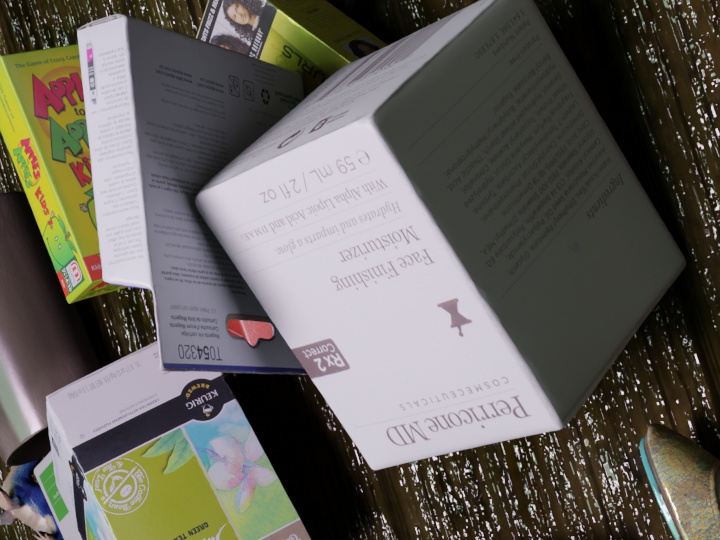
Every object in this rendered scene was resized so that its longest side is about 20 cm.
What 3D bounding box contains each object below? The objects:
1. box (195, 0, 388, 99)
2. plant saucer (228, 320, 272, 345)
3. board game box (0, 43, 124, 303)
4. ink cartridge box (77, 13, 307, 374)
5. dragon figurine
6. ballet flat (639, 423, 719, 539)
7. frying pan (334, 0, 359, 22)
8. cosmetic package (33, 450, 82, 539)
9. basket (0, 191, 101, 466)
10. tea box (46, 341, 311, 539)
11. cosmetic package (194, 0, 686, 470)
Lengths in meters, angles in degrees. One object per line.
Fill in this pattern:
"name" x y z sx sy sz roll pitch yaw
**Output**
"box" -0.018 -0.125 1.111 0.199 0.050 0.076 39 129 16
"plant saucer" -0.113 -0.031 1.174 0.199 0.036 0.202 20 134 66
"board game box" -0.225 -0.083 1.368 0.048 0.101 0.202 -35 75 50
"ink cartridge box" -0.088 -0.035 1.001 0.043 0.196 0.203 -10 81 27
"dragon figurine" -0.289 0.224 1.580 0.200 0.099 0.059 42 132 8
"ballet flat" 0.226 0.174 0.951 0.070 0.070 0.202 -31 77 50
"frying pan" -0.034 -0.157 1.165 0.114 0.031 0.192 24 117 33
"cosmetic package" -0.193 0.231 1.448 0.108 0.084 0.201 -45 66 44
"basket" -0.315 0.062 1.507 0.180 0.135 0.201 -41 74 43
"tea box" -0.141 0.186 1.285 0.198 0.133 0.200 58 161 19
"cosmetic package" 0.048 -0.022 0.962 0.164 0.165 0.201 -20 109 48
